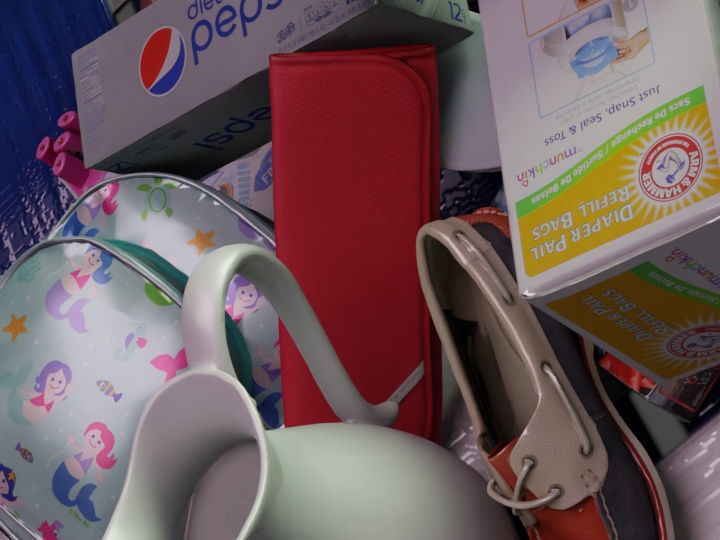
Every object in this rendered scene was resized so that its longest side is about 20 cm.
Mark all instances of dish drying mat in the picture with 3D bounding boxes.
[{"bbox_3d":[0.000,0.000,0.984,0.018,0.076,0.201,-123,30,-68],"label":"dish drying mat"}]

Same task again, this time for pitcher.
[{"bbox_3d":[-0.013,0.094,0.929,0.121,0.200,0.173,-6,66,39],"label":"pitcher"}]

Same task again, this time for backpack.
[{"bbox_3d":[-0.102,0.055,1.060,0.177,0.151,0.200,39,90,21],"label":"backpack"}]

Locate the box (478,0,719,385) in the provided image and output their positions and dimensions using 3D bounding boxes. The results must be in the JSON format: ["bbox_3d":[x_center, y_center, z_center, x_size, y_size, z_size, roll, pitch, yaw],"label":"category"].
[{"bbox_3d":[0.123,-0.072,0.892,0.101,0.112,0.201,-25,54,30],"label":"box"}]

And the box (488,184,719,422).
[{"bbox_3d":[0.144,-0.052,0.971,0.137,0.040,0.201,36,95,43],"label":"box"}]

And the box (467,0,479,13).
[{"bbox_3d":[0.029,-0.251,1.051,0.117,0.200,0.198,-4,67,40],"label":"box"}]

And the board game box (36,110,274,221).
[{"bbox_3d":[-0.076,-0.089,1.189,0.200,0.026,0.200,-53,47,10],"label":"board game box"}]

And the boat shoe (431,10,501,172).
[{"bbox_3d":[0.032,-0.081,1.036,0.199,0.068,0.074,7,87,44],"label":"boat shoe"}]

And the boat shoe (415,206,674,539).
[{"bbox_3d":[0.076,0.069,0.926,0.071,0.062,0.201,-29,72,47],"label":"boat shoe"}]

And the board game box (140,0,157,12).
[{"bbox_3d":[-0.087,-0.220,1.059,0.019,0.201,0.103,8,39,4],"label":"board game box"}]

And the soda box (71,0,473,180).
[{"bbox_3d":[-0.045,-0.105,1.019,0.199,0.068,0.064,-25,67,39],"label":"soda box"}]
